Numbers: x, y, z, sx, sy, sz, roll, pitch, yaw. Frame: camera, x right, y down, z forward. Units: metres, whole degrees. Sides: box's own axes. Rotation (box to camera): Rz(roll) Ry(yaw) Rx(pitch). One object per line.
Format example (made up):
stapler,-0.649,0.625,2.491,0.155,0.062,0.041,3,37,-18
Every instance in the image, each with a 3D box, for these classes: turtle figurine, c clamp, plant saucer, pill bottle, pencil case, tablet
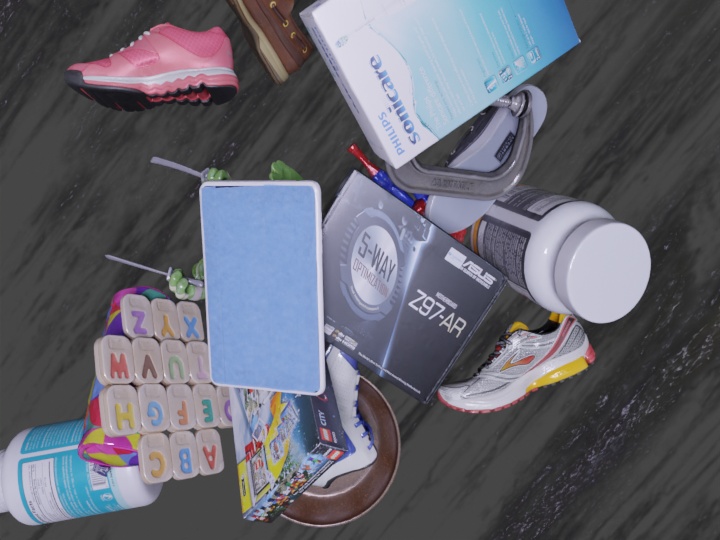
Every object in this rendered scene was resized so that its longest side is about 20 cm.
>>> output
turtle figurine,-0.160,-0.047,0.727,0.191,0.144,0.202,-24,107,37
c clamp,0.103,-0.153,0.681,0.195,0.027,0.175,8,112,-24
plant saucer,-0.048,0.213,0.834,0.194,0.037,0.207,0,96,0
pill bottle,-0.341,0.234,0.797,0.194,0.111,0.114,-9,97,1
pencil case,-0.255,0.121,0.749,0.085,0.089,0.205,0,57,0
pill bottle,0.205,-0.022,0.715,0.113,0.200,0.120,-4,106,-15
tablet,-0.094,0.017,0.652,0.126,0.014,0.207,2,100,18

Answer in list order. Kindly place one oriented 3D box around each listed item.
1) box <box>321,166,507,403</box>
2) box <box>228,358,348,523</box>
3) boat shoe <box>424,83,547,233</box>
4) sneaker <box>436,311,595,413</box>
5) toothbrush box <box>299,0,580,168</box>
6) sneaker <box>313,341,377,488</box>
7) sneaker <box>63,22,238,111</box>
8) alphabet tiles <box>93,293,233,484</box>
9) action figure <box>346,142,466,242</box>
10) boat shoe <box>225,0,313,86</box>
box,0.030,0.017,0.699,0.197,0.044,0.162,33,98,-11
box,-0.087,0.141,0.727,0.037,0.203,0.137,23,123,-35
boat shoe,0.132,-0.130,0.769,0.069,0.066,0.202,37,84,-26
sneaker,0.179,0.108,0.809,0.195,0.078,0.084,-24,93,-7
toothbrush box,0.067,-0.211,0.585,0.198,0.085,0.148,-35,113,-1
sneaker,-0.024,0.163,0.779,0.113,0.080,0.204,23,91,-16
sneaker,-0.237,-0.237,0.773,0.193,0.074,0.090,-3,84,-4
alphabet tiles,-0.203,0.126,0.740,0.014,0.198,0.201,-20,72,26
action figure,0.067,-0.082,0.794,0.065,0.052,0.201,-38,100,9
boat shoe,-0.107,-0.292,0.713,0.067,0.201,0.073,-34,55,-3
